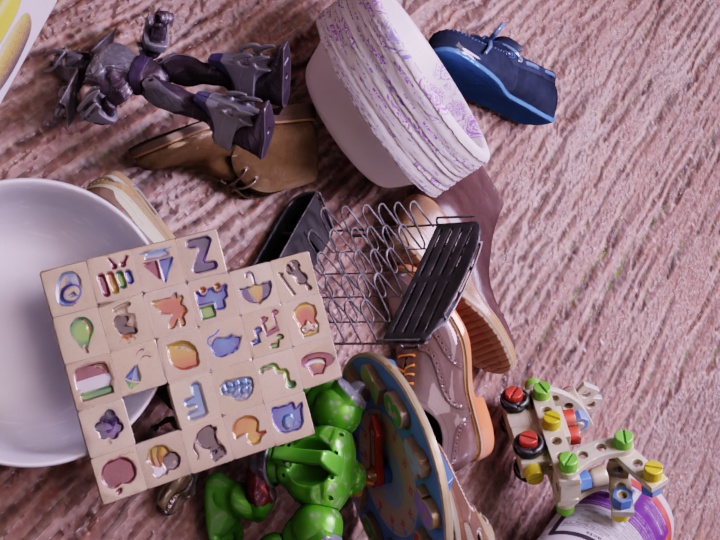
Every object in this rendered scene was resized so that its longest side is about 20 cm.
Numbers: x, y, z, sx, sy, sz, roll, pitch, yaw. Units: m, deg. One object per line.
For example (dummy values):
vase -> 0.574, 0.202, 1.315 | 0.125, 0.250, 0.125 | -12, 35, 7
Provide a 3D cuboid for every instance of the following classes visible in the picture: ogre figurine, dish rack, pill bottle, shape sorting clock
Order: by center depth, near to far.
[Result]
ogre figurine -> -0.058, 0.158, 0.927 | 0.098, 0.119, 0.201 | 58, 42, -40
shape sorting clock -> 0.022, 0.165, 0.958 | 0.039, 0.200, 0.201 | -9, 83, -19
dish rack -> 0.000, 0.000, 0.988 | 0.055, 0.199, 0.154 | 55, 47, -37
pill bottle -> 0.220, 0.286, 1.131 | 0.200, 0.111, 0.112 | -34, 101, -51

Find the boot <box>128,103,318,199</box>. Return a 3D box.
boot -> -0.107, -0.097, 1.008 | 0.199, 0.073, 0.076 | -15, 97, -45

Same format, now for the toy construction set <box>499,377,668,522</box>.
toy construction set -> 0.209, 0.163, 1.154 | 0.130, 0.200, 0.093 | -8, 114, -2

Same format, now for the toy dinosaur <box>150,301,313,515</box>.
toy dinosaur -> -0.125, 0.091, 0.898 | 0.088, 0.047, 0.201 | 24, 104, -34

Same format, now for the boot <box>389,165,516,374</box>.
boot -> 0.119, -0.016, 1.177 | 0.200, 0.072, 0.167 | 53, 47, -21

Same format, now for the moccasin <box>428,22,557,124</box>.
moccasin -> 0.139, -0.216, 1.247 | 0.200, 0.080, 0.069 | 23, 77, -50

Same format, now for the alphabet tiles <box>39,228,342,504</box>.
alphabet tiles -> -0.114, 0.057, 0.853 | 0.199, 0.008, 0.168 | -15, 90, -25

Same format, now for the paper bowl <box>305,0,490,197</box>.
paper bowl -> 0.026, -0.159, 1.083 | 0.201, 0.104, 0.201 | 50, 17, -21

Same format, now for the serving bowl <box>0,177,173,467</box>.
serving bowl -> -0.238, 0.038, 0.838 | 0.199, 0.066, 0.202 | 4, 82, -28

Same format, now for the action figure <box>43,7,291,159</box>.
action figure -> -0.158, -0.153, 0.926 | 0.199, 0.070, 0.131 | 12, 55, 9

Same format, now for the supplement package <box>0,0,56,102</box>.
supplement package -> -0.303, -0.163, 0.794 | 0.109, 0.114, 0.201 | 14, 61, 7

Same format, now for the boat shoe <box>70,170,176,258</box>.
boat shoe -> -0.152, 0.009, 0.934 | 0.201, 0.071, 0.076 | 65, 22, -21

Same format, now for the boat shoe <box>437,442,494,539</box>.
boat shoe -> 0.084, 0.251, 1.073 | 0.074, 0.075, 0.201 | -22, 100, -48

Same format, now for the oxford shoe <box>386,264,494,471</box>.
oxford shoe -> 0.061, 0.093, 1.097 | 0.073, 0.071, 0.201 | -22, 90, -35
